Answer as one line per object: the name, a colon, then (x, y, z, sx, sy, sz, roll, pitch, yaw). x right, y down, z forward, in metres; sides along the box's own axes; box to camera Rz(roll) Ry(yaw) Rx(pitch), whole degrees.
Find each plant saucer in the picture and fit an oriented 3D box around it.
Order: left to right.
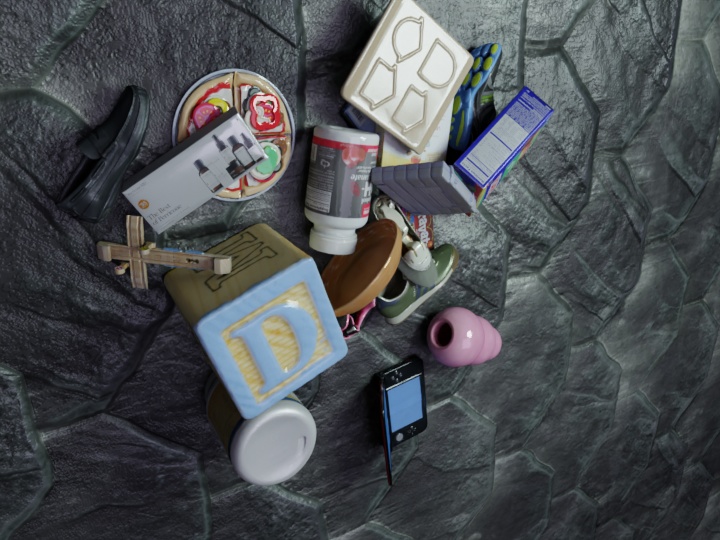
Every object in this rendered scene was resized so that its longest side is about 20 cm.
plant saucer: (0.000, 0.000, 1.002, 0.037, 0.200, 0.201, 40, 85, -23)

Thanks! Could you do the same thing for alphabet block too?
alphabet block: (-0.166, 0.070, 0.927, 0.195, 0.200, 0.197, -29, 123, -19)

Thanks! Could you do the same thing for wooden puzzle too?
wooden puzzle: (0.075, -0.317, 0.959, 0.199, 0.046, 0.187, 28, 94, -37)

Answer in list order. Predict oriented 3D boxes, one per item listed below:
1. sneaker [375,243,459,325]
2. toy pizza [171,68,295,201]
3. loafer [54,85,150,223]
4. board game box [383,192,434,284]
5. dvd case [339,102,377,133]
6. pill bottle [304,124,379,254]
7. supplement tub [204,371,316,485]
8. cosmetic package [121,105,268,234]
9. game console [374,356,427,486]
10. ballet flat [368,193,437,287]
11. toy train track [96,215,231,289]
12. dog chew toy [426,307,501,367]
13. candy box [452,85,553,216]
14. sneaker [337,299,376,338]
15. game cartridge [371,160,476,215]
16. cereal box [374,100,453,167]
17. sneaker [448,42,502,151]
sneaker: (0.104, 0.009, 1.133, 0.200, 0.067, 0.090, -46, 131, -5)
toy pizza: (-0.188, -0.204, 0.908, 0.198, 0.032, 0.203, -13, 115, -28)
loafer: (-0.349, -0.161, 0.800, 0.070, 0.068, 0.202, 21, 100, -45)
board game box: (0.097, -0.081, 1.148, 0.102, 0.019, 0.202, -19, 118, -26)
dvd case: (0.069, -0.299, 1.044, 0.200, 0.018, 0.143, -50, 127, -7)
pill bottle: (-0.035, -0.134, 0.985, 0.110, 0.110, 0.203, -2, 110, -32)
supplement tub: (-0.175, 0.244, 0.989, 0.143, 0.200, 0.146, -12, 115, -27)
cosmetic package: (-0.240, -0.146, 0.859, 0.199, 0.051, 0.083, -35, 121, 0)
game console: (0.094, 0.314, 1.240, 0.171, 0.118, 0.202, -19, 118, -25)
ballet flat: (0.079, -0.053, 1.070, 0.067, 0.064, 0.201, -40, 96, -19)
toy train track: (-0.288, -0.015, 0.851, 0.197, 0.033, 0.116, 6, 115, 2)
dog chew toy: (0.234, 0.149, 1.268, 0.199, 0.124, 0.126, 16, 100, -43)
candy box: (0.253, -0.217, 1.103, 0.077, 0.169, 0.200, 42, 84, 9)
sneaker: (-0.045, 0.103, 1.083, 0.201, 0.095, 0.079, -52, 128, -2)
game cartridge: (0.116, -0.137, 1.005, 0.200, 0.128, 0.039, 25, 63, -62)
cereal box: (0.096, -0.274, 1.033, 0.142, 0.039, 0.203, -6, 111, -29)
sneaker: (0.218, -0.324, 1.106, 0.082, 0.070, 0.202, -2, 112, -45)
